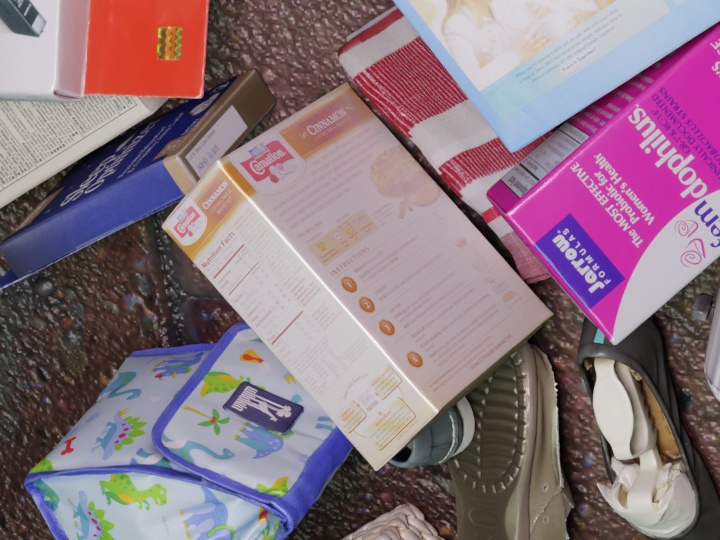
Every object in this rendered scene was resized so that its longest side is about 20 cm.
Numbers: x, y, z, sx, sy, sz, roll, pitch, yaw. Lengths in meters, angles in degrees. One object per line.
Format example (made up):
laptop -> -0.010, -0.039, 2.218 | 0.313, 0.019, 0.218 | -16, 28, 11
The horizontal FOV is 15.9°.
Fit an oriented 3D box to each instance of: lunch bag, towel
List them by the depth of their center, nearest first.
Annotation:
towel -> 0.076, -0.078, 1.567 | 0.200, 0.023, 0.144 | 48, 158, -8
lunch bag -> -0.097, 0.126, 1.728 | 0.199, 0.170, 0.128 | -5, 118, 29

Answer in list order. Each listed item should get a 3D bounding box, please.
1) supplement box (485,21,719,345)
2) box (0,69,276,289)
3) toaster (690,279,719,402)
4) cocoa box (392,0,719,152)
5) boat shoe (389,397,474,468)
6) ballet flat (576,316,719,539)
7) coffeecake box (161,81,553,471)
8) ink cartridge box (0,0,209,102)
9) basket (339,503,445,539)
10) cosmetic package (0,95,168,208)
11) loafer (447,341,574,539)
supplement box -> 0.180, -0.065, 1.458 | 0.200, 0.103, 0.101 | -41, 99, 4
box -> -0.157, -0.056, 1.672 | 0.199, 0.121, 0.032 | -26, 107, 35
toaster -> 0.297, 0.035, 1.520 | 0.199, 0.114, 0.130 | 22, 131, 9
cocoa box -> 0.135, -0.186, 1.439 | 0.200, 0.131, 0.134 | -32, 103, 34
boat shoe -> -0.011, 0.051, 1.685 | 0.200, 0.062, 0.073 | 46, 130, 15
ballet flat -> 0.177, 0.115, 1.653 | 0.068, 0.068, 0.201 | -9, 116, 29
coffeecake box -> 0.000, 0.000, 1.591 | 0.200, 0.153, 0.073 | 49, 129, 5
ink cartridge box -> -0.175, -0.204, 1.576 | 0.173, 0.043, 0.201 | 2, 87, 25
basket -> 0.007, 0.299, 1.792 | 0.198, 0.161, 0.200 | 47, 128, -8
cosmetic package -> -0.217, -0.116, 1.695 | 0.199, 0.071, 0.105 | -26, 106, 35
loafer -> 0.102, 0.135, 1.705 | 0.075, 0.068, 0.201 | 15, 110, 39
